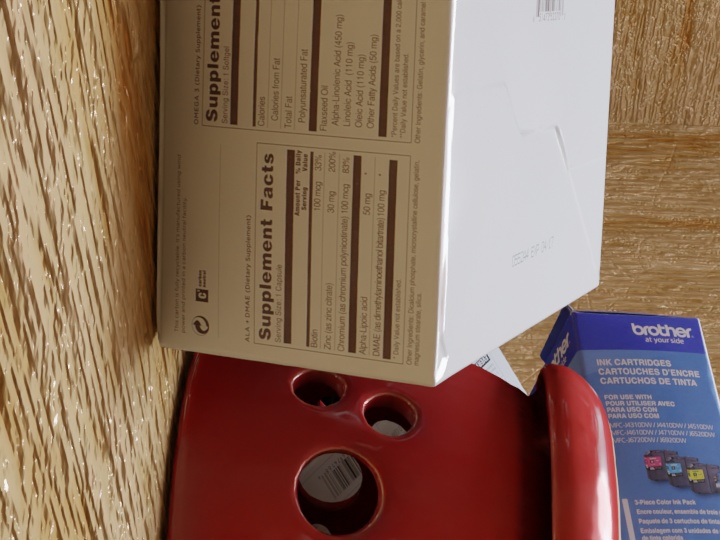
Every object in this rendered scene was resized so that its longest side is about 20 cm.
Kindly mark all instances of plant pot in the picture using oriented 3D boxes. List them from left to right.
[{"bbox_3d":[0.016,0.123,0.715,0.200,0.181,0.203,0,90,-87],"label":"plant pot"}]

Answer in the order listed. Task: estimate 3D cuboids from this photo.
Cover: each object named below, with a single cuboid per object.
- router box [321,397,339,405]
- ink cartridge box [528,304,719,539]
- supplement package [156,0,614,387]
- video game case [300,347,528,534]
[{"bbox_3d":[0.000,0.000,0.928,0.150,0.051,0.201,-58,168,-27],"label":"router box"},{"bbox_3d":[0.131,0.114,0.851,0.137,0.076,0.201,108,-17,-50],"label":"ink cartridge box"},{"bbox_3d":[0.018,-0.059,0.641,0.200,0.110,0.157,-22,116,-65],"label":"supplement package"},{"bbox_3d":[0.045,0.148,0.912,0.200,0.045,0.182,-39,100,-44],"label":"video game case"}]
